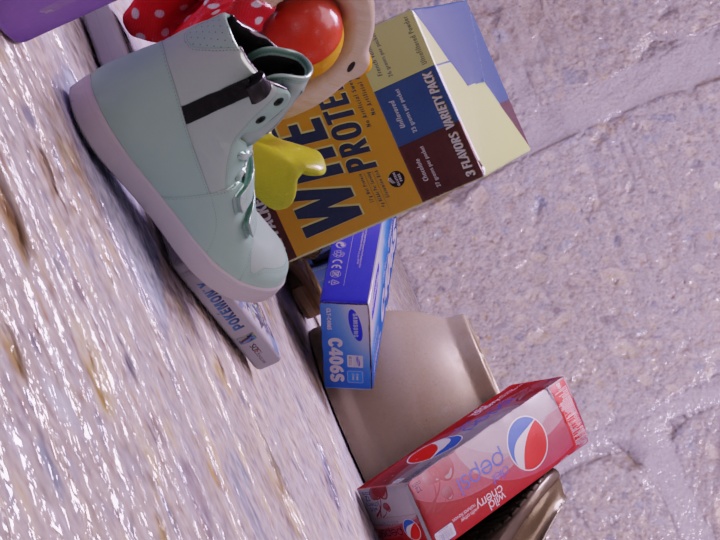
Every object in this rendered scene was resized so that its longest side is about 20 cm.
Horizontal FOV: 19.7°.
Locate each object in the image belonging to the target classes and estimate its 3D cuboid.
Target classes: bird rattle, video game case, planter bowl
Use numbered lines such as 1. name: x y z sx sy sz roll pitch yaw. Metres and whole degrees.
1. bird rattle: -0.068 -0.152 1.352 0.113 0.163 0.200 43 -23 44
2. video game case: -0.114 -0.053 1.335 0.182 0.022 0.200 59 8 -64
3. planter bowl: 0.056 0.117 1.830 0.200 0.134 0.201 -24 90 -87

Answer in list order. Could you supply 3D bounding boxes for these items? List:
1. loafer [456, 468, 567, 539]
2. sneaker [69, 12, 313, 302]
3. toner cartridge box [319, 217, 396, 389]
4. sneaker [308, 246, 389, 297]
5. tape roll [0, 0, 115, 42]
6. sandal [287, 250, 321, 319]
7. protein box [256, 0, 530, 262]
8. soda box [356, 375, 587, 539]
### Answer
1. loafer: 0.112 0.240 1.687 0.076 0.200 0.067 -18 -65 50
2. sneaker: -0.062 -0.061 1.173 0.200 0.118 0.074 50 17 -47
3. toner cartridge box: 0.000 0.000 1.769 0.200 0.043 0.095 -80 169 -50
4. sneaker: -0.040 -0.031 1.897 0.200 0.074 0.082 58 8 -17
5. tape roll: -0.175 -0.222 1.040 0.200 0.085 0.200 -23 90 -86
6. sandal: -0.050 -0.040 1.777 0.212 0.069 0.078 62 6 -52
7. protein box: 0.000 -0.105 1.610 0.135 0.200 0.199 66 17 -2
8. soda box: 0.095 0.158 1.696 0.070 0.200 0.064 -15 -78 51
